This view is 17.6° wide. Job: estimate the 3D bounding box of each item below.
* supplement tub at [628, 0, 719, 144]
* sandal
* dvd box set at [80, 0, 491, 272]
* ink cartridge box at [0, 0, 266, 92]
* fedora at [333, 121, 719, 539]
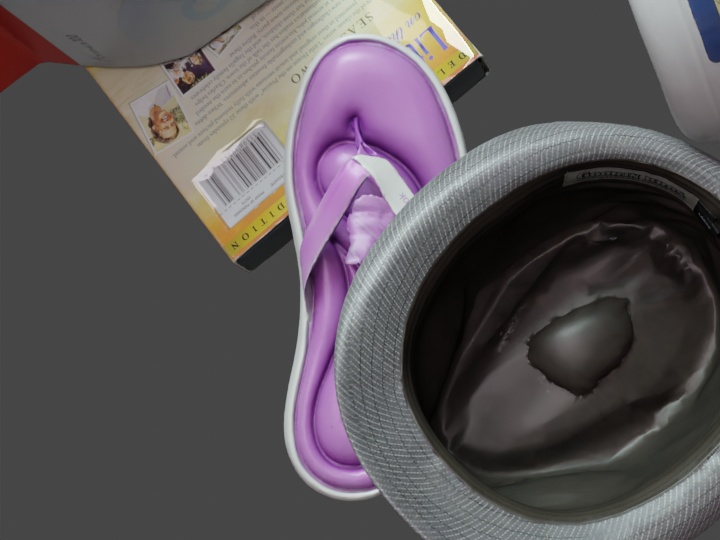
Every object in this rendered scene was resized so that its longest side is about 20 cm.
[{"bbox_3d":[0.205,-0.147,0.942,0.199,0.144,0.145,-19,76,11],"label":"supplement tub"},{"bbox_3d":[0.008,0.000,1.001,0.082,0.050,0.203,1,93,-2],"label":"sandal"},{"bbox_3d":[-0.056,-0.120,1.067,0.146,0.029,0.200,-40,72,5],"label":"dvd box set"},{"bbox_3d":[-0.130,-0.114,0.986,0.200,0.160,0.047,-36,71,6],"label":"ink cartridge box"},{"bbox_3d":[0.085,0.036,0.962,0.177,0.090,0.200,42,81,6],"label":"fedora"}]
